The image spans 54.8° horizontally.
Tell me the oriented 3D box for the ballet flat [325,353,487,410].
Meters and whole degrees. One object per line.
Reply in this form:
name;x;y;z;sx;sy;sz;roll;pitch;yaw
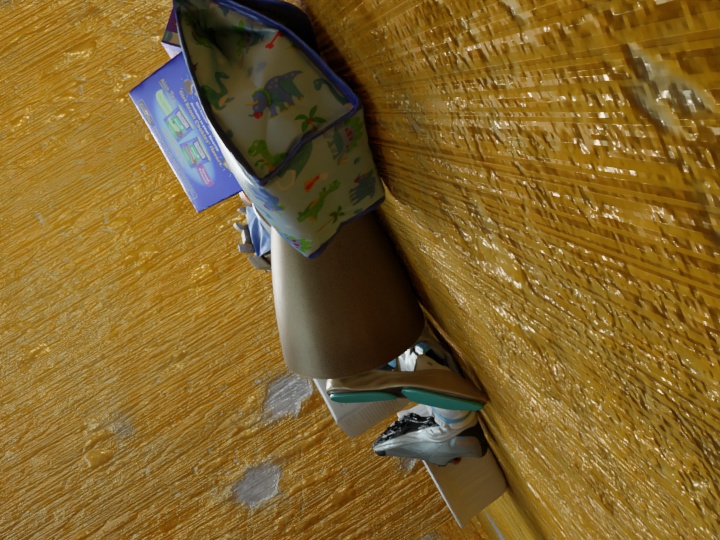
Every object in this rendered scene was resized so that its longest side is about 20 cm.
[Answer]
ballet flat;0.051;0.124;0.812;0.069;0.197;0.064;50;-136;-58

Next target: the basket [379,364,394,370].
basket;0.049;0.130;1.028;0.198;0.140;0.177;23;167;14

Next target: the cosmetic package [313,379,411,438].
cosmetic package;0.015;0.189;1.338;0.166;0.199;0.165;58;176;26

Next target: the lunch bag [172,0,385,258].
lunch bag;-0.077;-0.137;0.617;0.200;0.127;0.170;48;173;22

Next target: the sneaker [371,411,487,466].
sneaker;0.092;0.244;0.979;0.199;0.074;0.080;-24;99;45

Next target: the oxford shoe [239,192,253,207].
oxford shoe;-0.168;-0.200;1.091;0.073;0.070;0.203;165;112;-68

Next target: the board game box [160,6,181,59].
board game box;-0.215;-0.335;0.991;0.044;0.136;0.200;16;173;3

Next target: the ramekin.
ramekin;0.148;0.294;1.110;0.202;0.097;0.201;60;176;7

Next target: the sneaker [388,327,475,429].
sneaker;0.077;0.103;0.885;0.200;0.075;0.087;46;162;29

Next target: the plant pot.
plant pot;-0.032;-0.005;0.835;0.187;0.184;0.202;-127;20;-64

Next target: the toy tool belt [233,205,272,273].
toy tool belt;-0.153;-0.075;1.167;0.122;0.125;0.201;6;-135;-37

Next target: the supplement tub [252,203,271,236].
supplement tub;-0.080;-0.091;0.999;0.133;0.131;0.200;59;177;9

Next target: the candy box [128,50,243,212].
candy box;-0.152;-0.182;0.816;0.077;0.199;0.170;-43;-70;-48
